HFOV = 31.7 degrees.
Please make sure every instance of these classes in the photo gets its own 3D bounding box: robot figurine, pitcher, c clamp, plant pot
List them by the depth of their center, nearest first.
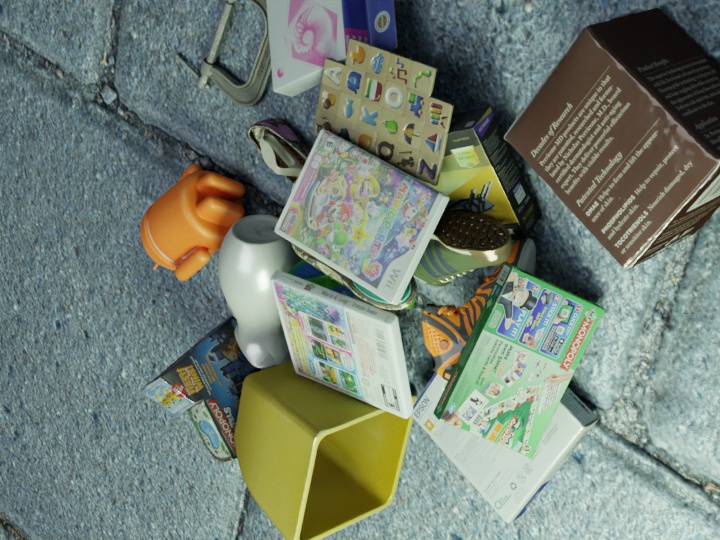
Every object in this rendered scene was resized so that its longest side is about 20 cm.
[{"bbox_3d":[-0.071,0.230,1.781,0.199,0.195,0.196,33,124,35],"label":"plant pot"},{"bbox_3d":[-0.185,-0.324,1.795,0.171,0.027,0.201,47,130,19],"label":"c clamp"},{"bbox_3d":[-0.156,0.014,1.837,0.171,0.121,0.201,40,140,43],"label":"pitcher"},{"bbox_3d":[-0.250,-0.074,1.881,0.199,0.116,0.145,-31,90,42],"label":"robot figurine"}]

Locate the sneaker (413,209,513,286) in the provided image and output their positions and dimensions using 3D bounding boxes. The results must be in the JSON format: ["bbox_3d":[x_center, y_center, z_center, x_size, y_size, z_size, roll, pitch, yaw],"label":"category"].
[{"bbox_3d":[0.106,-0.021,1.546,0.199,0.067,0.090,13,135,38],"label":"sneaker"}]

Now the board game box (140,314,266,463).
[{"bbox_3d":[-0.216,0.183,1.880,0.062,0.199,0.201,-34,81,42],"label":"board game box"}]

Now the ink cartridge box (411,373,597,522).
[{"bbox_3d":[0.179,0.187,1.631,0.200,0.043,0.197,48,129,22],"label":"ink cartridge box"}]

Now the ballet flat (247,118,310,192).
[{"bbox_3d":[-0.084,-0.136,1.741,0.200,0.071,0.069,44,128,21],"label":"ballet flat"}]

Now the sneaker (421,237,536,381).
[{"bbox_3d":[0.138,0.041,1.553,0.111,0.078,0.201,21,87,21],"label":"sneaker"}]

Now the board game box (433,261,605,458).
[{"bbox_3d":[0.188,0.108,1.504,0.201,0.134,0.029,-64,19,6],"label":"board game box"}]

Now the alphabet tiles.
[{"bbox_3d":[0.024,-0.181,1.532,0.199,0.006,0.168,26,117,33],"label":"alphabet tiles"}]

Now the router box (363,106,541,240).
[{"bbox_3d":[0.103,-0.106,1.562,0.199,0.052,0.158,-8,121,42],"label":"router box"}]

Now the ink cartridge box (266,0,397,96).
[{"bbox_3d":[-0.044,-0.346,1.613,0.199,0.043,0.198,-18,73,45],"label":"ink cartridge box"}]

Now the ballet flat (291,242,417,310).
[{"bbox_3d":[0.000,0.000,1.585,0.199,0.068,0.075,29,167,30],"label":"ballet flat"}]

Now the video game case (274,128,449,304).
[{"bbox_3d":[-0.002,-0.068,1.537,0.199,0.018,0.144,31,99,30],"label":"video game case"}]

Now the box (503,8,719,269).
[{"bbox_3d":[0.298,-0.142,1.337,0.200,0.165,0.165,49,131,18],"label":"box"}]

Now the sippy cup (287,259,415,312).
[{"bbox_3d":[-0.018,0.043,1.713,0.177,0.139,0.131,12,125,62],"label":"sippy cup"}]

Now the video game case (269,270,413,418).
[{"bbox_3d":[-0.022,0.097,1.644,0.181,0.024,0.201,20,145,25],"label":"video game case"}]
